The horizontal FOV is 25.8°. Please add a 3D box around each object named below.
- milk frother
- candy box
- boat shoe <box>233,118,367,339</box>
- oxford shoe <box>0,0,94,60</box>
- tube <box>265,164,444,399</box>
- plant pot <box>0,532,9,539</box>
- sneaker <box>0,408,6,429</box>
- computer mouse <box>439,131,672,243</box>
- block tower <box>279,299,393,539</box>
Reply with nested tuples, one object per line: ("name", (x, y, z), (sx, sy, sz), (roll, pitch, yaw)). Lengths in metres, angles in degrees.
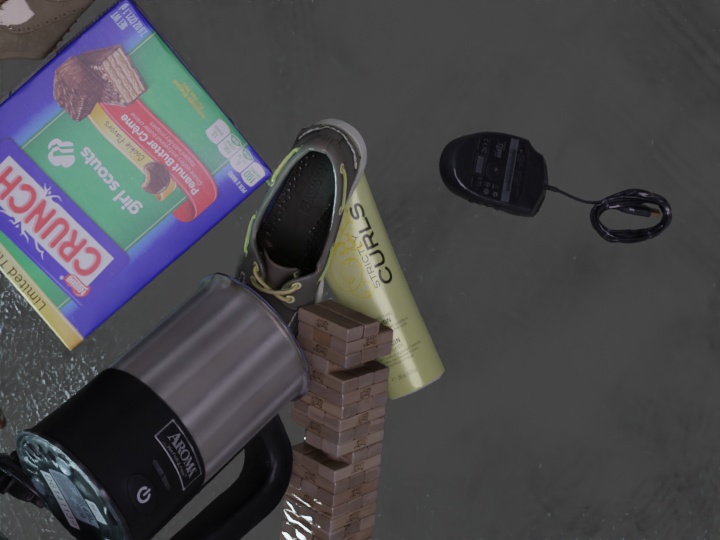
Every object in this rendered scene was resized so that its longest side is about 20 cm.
("milk frother", (-0.165, 0.112, 1.162), (0.188, 0.199, 0.182), (-41, 139, -31))
("candy box", (-0.193, -0.074, 1.159), (0.200, 0.077, 0.170), (-40, 101, 1))
("boat shoe", (-0.055, -0.015, 1.172), (0.071, 0.060, 0.204), (25, 111, 7))
("oxford shoe", (-0.229, -0.200, 1.152), (0.198, 0.071, 0.075), (-20, 127, -5))
("tube", (0.000, 0.000, 1.211), (0.058, 0.052, 0.202), (-28, 97, -31))
("plant pot", (-0.306, 0.266, 1.141), (0.201, 0.200, 0.161), (44, 80, -11))
("sneaker", (-0.349, 0.160, 1.177), (0.075, 0.070, 0.200), (40, 92, -12))
("computer mouse", (0.152, -0.062, 1.234), (0.198, 0.034, 0.059), (17, 79, -15))
("block tower", (-0.019, 0.127, 1.196), (0.054, 0.057, 0.203), (-14, 117, -45))
